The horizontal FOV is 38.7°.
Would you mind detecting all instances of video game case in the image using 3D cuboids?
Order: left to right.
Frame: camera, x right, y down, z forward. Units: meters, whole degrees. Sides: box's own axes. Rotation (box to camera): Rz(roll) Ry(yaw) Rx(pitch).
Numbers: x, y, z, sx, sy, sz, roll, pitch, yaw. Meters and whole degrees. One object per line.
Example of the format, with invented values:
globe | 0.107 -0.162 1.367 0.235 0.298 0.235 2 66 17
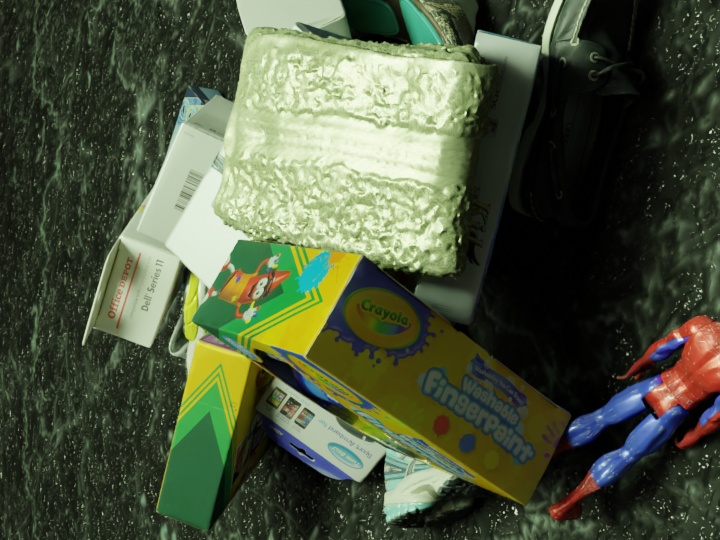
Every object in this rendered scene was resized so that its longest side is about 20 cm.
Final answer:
video game case | 0.083 -0.072 0.730 0.200 0.045 0.181 -57 -21 -78

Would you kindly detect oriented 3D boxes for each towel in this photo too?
towel | -0.011 -0.077 0.655 0.200 0.036 0.149 15 101 34

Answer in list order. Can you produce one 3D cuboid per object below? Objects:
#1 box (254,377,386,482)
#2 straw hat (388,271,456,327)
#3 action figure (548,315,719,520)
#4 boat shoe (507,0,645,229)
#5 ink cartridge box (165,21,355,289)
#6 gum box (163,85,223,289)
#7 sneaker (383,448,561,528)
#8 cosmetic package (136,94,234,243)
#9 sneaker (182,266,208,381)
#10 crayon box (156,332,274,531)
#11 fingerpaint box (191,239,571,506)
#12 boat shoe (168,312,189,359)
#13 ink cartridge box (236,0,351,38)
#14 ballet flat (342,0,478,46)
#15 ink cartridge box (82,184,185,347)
box | -0.006 0.098 0.882 0.119 0.041 0.200 36 128 0
straw hat | 0.000 0.000 0.902 0.201 0.085 0.201 -10 78 55
action figure | 0.189 0.086 0.652 0.200 0.052 0.065 -47 61 34
boat shoe | 0.159 -0.120 0.699 0.066 0.074 0.199 40 119 47
ink cartridge box | -0.036 -0.073 0.782 0.083 0.147 0.200 43 113 22
gum box | -0.185 -0.091 1.213 0.170 0.045 0.200 49 126 45
sneaker | 0.074 0.134 0.791 0.200 0.078 0.086 -40 51 45
cosmetic package | -0.131 -0.088 0.935 0.200 0.085 0.108 -86 21 -73
sneaker | -0.145 0.081 1.100 0.075 0.085 0.200 -97 6 -50
crayon box | -0.116 0.122 0.978 0.200 0.058 0.173 -50 -22 -72
fingerpaint box | 0.011 0.066 0.683 0.167 0.200 0.073 9 65 57
boat shoe | -0.157 0.028 1.140 0.074 0.067 0.200 51 126 44
ink cartridge box | -0.052 -0.196 0.910 0.200 0.083 0.147 73 179 -60
ballet flat | 0.052 -0.221 0.868 0.200 0.075 0.068 41 160 50
ink cartridge box | -0.222 -0.001 1.081 0.200 0.067 0.117 -80 12 -63
